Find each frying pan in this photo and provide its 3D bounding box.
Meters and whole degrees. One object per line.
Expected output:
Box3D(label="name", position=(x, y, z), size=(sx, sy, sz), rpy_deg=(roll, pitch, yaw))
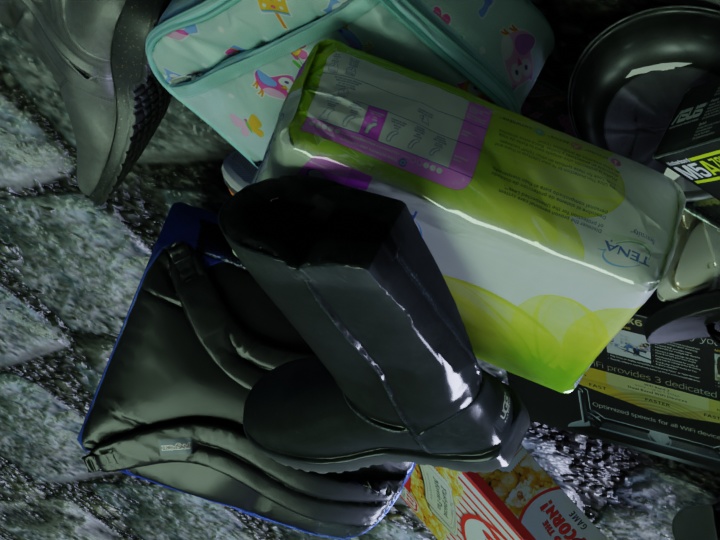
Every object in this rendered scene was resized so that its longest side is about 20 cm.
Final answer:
Box3D(label="frying pan", position=(0.186, -0.055, 1.032), size=(0.190, 0.031, 0.115), rpy_deg=(39, 127, -18))

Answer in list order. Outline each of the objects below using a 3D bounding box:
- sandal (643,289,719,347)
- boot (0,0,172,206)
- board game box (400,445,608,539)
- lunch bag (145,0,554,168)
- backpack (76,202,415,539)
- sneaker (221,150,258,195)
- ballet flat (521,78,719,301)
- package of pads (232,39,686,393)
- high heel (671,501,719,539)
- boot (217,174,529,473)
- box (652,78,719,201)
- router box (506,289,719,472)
Box3D(label="sandal", position=(0.247, 0.034, 1.083), size=(0.198, 0.045, 0.075), rpy_deg=(-1, 169, 10))
Box3D(label="boot", position=(-0.174, -0.131, 1.192), size=(0.131, 0.070, 0.201), rpy_deg=(26, 141, 4))
Box3D(label="board game box", position=(0.101, 0.174, 1.403), size=(0.200, 0.046, 0.152), rpy_deg=(47, 160, 25))
Box3D(label="lunch bag", position=(-0.014, -0.113, 1.070), size=(0.160, 0.077, 0.199), rpy_deg=(37, 148, -24))
Box3D(label="backpack", position=(-0.051, 0.057, 1.292), size=(0.199, 0.168, 0.163), rpy_deg=(22, 111, -5))
Box3D(label="sneaker", position=(0.000, 0.000, 1.193), size=(0.199, 0.077, 0.113), rpy_deg=(27, 134, 33))
Box3D(label="ballet flat", position=(0.152, -0.028, 1.091), size=(0.199, 0.072, 0.069), rpy_deg=(27, 153, -5))
Box3D(label="package of pads", position=(0.046, -0.025, 1.026), size=(0.199, 0.069, 0.155), rpy_deg=(22, 154, -4))
Box3D(label="high heel", position=(0.308, 0.168, 1.339), size=(0.198, 0.072, 0.142), rpy_deg=(-2, 167, 19))
Box3D(label="boot", position=(-0.021, 0.030, 1.024), size=(0.164, 0.066, 0.200), rpy_deg=(-2, 150, 25))
Box3D(label="box", position=(0.249, -0.027, 0.910), size=(0.192, 0.048, 0.200), rpy_deg=(34, 170, -10))
Box3D(label="router box", position=(0.182, 0.051, 1.220), size=(0.199, 0.052, 0.158), rpy_deg=(14, 149, 19))
